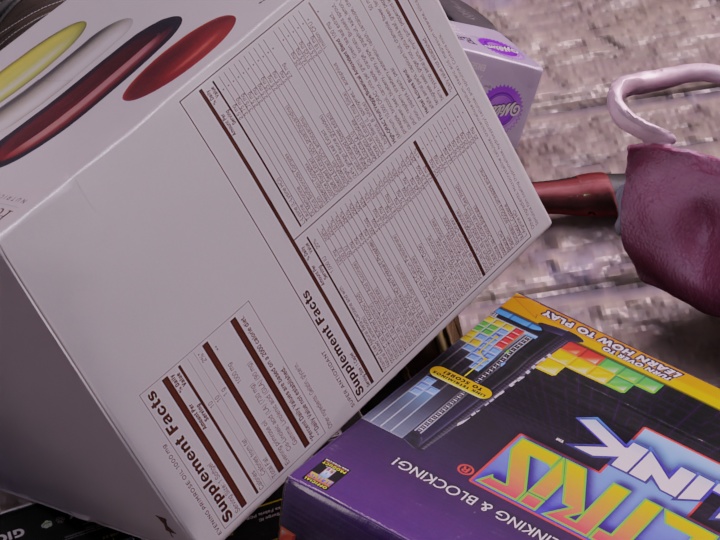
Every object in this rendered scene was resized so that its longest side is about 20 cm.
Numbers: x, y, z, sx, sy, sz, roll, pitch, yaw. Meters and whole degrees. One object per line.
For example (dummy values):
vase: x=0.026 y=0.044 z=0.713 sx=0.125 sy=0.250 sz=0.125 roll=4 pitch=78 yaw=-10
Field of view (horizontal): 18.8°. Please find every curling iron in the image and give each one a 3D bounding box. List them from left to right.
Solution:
curling iron: x=0.117 y=-0.034 z=1.041 sx=0.199 sy=0.026 sz=0.050 roll=2 pitch=4 yaw=2

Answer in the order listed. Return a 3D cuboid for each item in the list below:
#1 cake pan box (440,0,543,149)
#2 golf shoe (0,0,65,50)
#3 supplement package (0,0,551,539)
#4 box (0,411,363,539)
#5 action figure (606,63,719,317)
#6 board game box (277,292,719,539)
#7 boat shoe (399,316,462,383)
cake pan box: x=-0.027 y=-0.130 z=1.100 sx=0.199 sy=0.053 sz=0.184 roll=11 pitch=23 yaw=-29
golf shoe: x=-0.180 y=-0.056 z=1.029 sx=0.201 sy=0.078 sz=0.094 roll=-58 pitch=32 yaw=2
supplement package: x=-0.075 y=-0.021 z=0.856 sx=0.200 sy=0.148 sz=0.191 roll=-42 pitch=26 yaw=-26
box: x=-0.066 y=0.142 z=0.843 sx=0.199 sy=0.050 sz=0.160 roll=-18 pitch=41 yaw=-11
action figure: x=0.201 y=0.000 z=0.898 sx=0.133 sy=0.150 sz=0.200 roll=-16 pitch=24 yaw=-19
board game box: x=0.095 y=0.100 z=0.806 sx=0.199 sy=0.057 sz=0.165 roll=25 pitch=36 yaw=24
boat shoe: x=0.000 y=-0.001 z=0.998 sx=0.067 sy=0.072 sz=0.200 roll=-19 pitch=32 yaw=-4
